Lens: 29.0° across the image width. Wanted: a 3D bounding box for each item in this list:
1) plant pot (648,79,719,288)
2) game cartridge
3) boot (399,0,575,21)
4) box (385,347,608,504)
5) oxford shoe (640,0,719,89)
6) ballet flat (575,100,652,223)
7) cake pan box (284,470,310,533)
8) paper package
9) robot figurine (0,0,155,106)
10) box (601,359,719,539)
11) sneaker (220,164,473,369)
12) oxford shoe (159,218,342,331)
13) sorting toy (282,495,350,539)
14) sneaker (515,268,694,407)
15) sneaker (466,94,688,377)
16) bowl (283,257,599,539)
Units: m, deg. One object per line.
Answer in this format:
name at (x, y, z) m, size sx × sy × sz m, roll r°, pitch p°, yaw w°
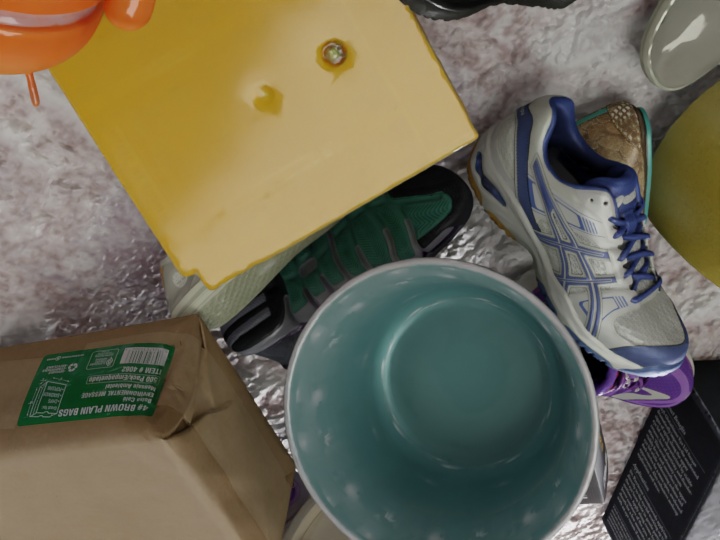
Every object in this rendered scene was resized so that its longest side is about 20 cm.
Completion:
plant pot at (0.316, -0.038, 0.955) m, size 0.199 × 0.143 × 0.201 m, roll -15°, pitch 143°, yaw -12°
game cartridge at (-0.057, -0.105, 0.816) m, size 0.199 × 0.032 × 0.177 m, roll -28°, pitch 108°, yaw 7°
boot at (0.113, -0.205, 0.738) m, size 0.157 × 0.080 × 0.210 m, roll -26°, pitch 174°, yaw 42°
box at (0.072, 0.112, 1.026) m, size 0.199 × 0.049 × 0.159 m, roll -6°, pitch 134°, yaw 18°
oxford shoe at (0.262, -0.186, 0.881) m, size 0.200 × 0.058 × 0.075 m, roll -40°, pitch 133°, yaw 17°
ballet flat at (0.173, -0.023, 0.983) m, size 0.065 × 0.071 × 0.201 m, roll -9°, pitch 115°, yaw 1°
cake pan box at (-0.105, 0.254, 1.071) m, size 0.199 × 0.052 × 0.185 m, roll -35°, pitch 149°, yaw -17°
paper package at (-0.167, 0.135, 0.927) m, size 0.199 × 0.104 × 0.191 m, roll -8°, pitch 136°, yaw 20°
robot figurine at (-0.171, -0.183, 0.691) m, size 0.143 × 0.117 × 0.201 m, roll 5°, pitch 127°, yaw -24°
box at (0.316, 0.180, 1.186) m, size 0.147 × 0.105 × 0.201 m, roll 1°, pitch 128°, yaw -21°
sneaker at (0.000, 0.000, 0.953) m, size 0.199 × 0.075 × 0.087 m, roll -30°, pitch 146°, yaw 19°
oxford shoe at (-0.055, -0.041, 0.896) m, size 0.200 × 0.058 × 0.075 m, roll -41°, pitch 159°, yaw 7°
sorting toy at (0.046, 0.221, 1.048) m, size 0.198 × 0.107 × 0.181 m, roll 8°, pitch 145°, yaw 4°
sneaker at (0.184, 0.072, 1.061) m, size 0.199 × 0.084 × 0.081 m, roll 23°, pitch 118°, yaw -34°
sneaker at (0.154, -0.021, 0.900) m, size 0.075 × 0.200 × 0.088 m, roll -39°, pitch 179°, yaw -45°
bowl at (0.060, 0.082, 0.900) m, size 0.199 × 0.105 × 0.202 m, roll 3°, pitch 102°, yaw 16°
